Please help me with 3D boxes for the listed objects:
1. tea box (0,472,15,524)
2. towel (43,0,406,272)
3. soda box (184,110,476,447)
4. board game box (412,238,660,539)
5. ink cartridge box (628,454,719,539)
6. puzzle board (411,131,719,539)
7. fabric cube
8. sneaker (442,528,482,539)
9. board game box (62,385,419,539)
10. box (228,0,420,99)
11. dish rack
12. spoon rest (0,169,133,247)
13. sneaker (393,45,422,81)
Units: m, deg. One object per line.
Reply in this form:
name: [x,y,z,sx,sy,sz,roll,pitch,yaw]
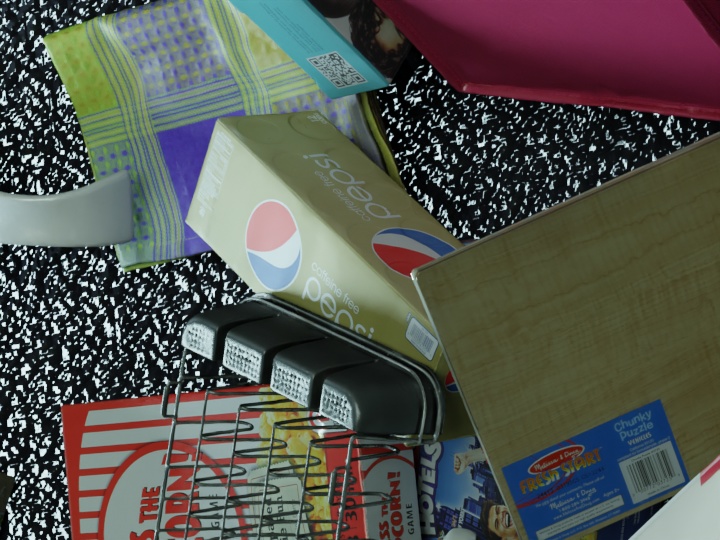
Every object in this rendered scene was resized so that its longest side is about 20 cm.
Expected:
tea box: [-0.328,0.167,1.641,0.200,0.134,0.197,18,90,27]
towel: [-0.070,-0.079,1.573,0.200,0.023,0.144,-9,101,33]
soda box: [0.000,0.000,1.462,0.200,0.068,0.064,45,127,38]
board game box: [0.072,0.058,1.482,0.200,0.062,0.200,20,109,48]
ink cartridge box: [0.206,0.119,1.300,0.145,0.200,0.084,-45,69,14]
puzzle board: [0.140,0.026,1.376,0.200,0.017,0.151,-24,108,-5]
fabric cube: [0.115,-0.206,1.405,0.200,0.196,0.200,10,67,35]
sneaker: [0.080,0.205,1.437,0.082,0.077,0.200,-1,125,19]
board game box: [-0.060,0.135,1.524,0.200,0.046,0.152,-8,86,39]
box: [0.017,-0.189,1.503,0.049,0.082,0.200,-8,46,51]
dish rack: [-0.041,0.123,1.424,0.153,0.055,0.200,24,109,48]
spoon rest: [-0.215,-0.047,1.640,0.200,0.061,0.100,12,113,37]
sneaker: [0.018,-0.202,1.565,0.087,0.074,0.200,-17,80,8]
